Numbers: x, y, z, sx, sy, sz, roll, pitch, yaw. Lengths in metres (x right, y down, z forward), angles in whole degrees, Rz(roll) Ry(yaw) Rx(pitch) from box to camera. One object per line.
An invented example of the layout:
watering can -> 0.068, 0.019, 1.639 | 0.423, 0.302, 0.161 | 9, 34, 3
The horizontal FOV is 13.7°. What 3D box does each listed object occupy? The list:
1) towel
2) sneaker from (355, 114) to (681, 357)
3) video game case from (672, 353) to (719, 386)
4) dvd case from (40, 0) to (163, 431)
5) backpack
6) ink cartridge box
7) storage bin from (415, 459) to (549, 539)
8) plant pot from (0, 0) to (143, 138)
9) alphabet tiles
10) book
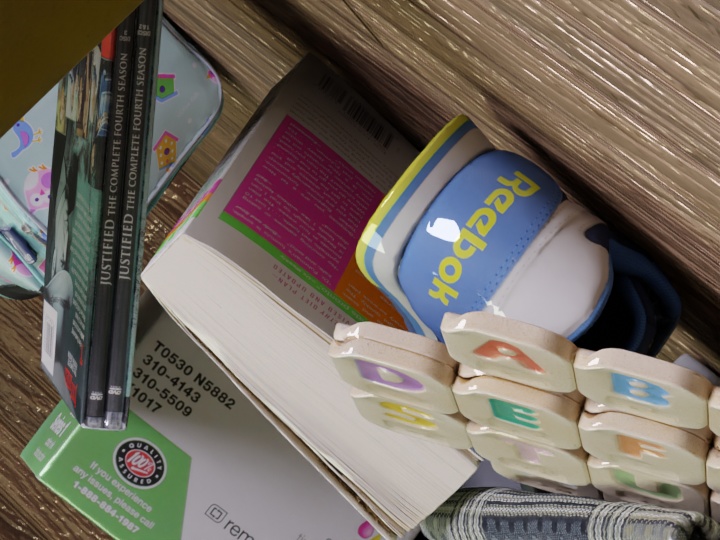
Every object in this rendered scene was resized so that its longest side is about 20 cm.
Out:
towel -> 0.142, 0.116, 1.027 | 0.200, 0.035, 0.192 | 26, 167, -20
sneaker -> 0.064, 0.019, 0.988 | 0.082, 0.074, 0.200 | 33, 178, 24
video game case -> 0.211, 0.122, 1.155 | 0.200, 0.023, 0.182 | 41, 178, 27
dvd case -> -0.102, -0.048, 1.174 | 0.022, 0.201, 0.146 | 5, -174, -13
backpack -> -0.190, -0.098, 1.661 | 0.200, 0.176, 0.153 | 42, 160, -17
ink cartridge box -> -0.024, 0.045, 1.259 | 0.145, 0.200, 0.084 | 38, 175, -10
storage bin -> 0.054, 0.087, 1.453 | 0.134, 0.145, 0.201 | 24, -134, -59
plant pot -> -0.209, -0.144, 1.018 | 0.200, 0.200, 0.177 | 39, 169, 28
alphabet tiles -> 0.090, 0.058, 0.929 | 0.199, 0.015, 0.196 | 16, 165, 11
book -> 0.000, 0.000, 1.121 | 0.134, 0.048, 0.200 | 43, -156, -6
